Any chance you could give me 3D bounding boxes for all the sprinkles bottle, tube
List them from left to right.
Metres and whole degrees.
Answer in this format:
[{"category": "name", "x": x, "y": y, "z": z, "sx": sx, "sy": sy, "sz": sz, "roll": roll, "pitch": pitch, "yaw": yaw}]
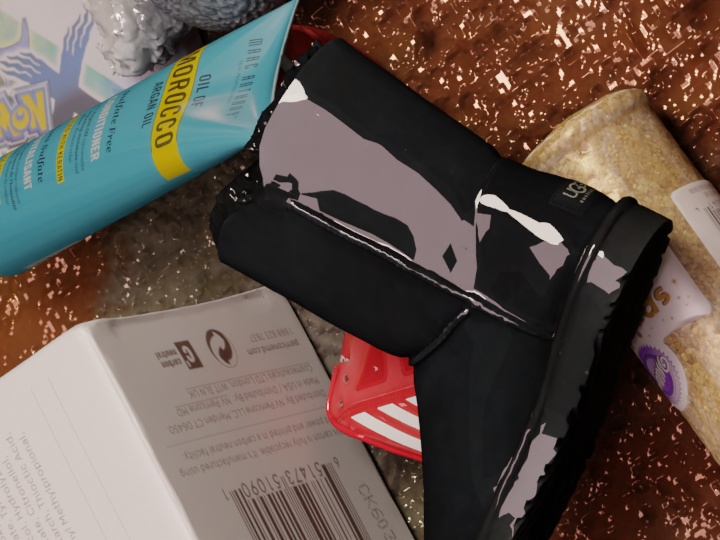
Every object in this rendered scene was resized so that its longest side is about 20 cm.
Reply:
[{"category": "tube", "x": -0.097, "y": -0.052, "z": 1.240, "sx": 0.200, "sy": 0.050, "sz": 0.078, "roll": -25, "pitch": 45, "yaw": 41}, {"category": "sprinkles bottle", "x": 0.143, "y": 0.024, "z": 1.153, "sx": 0.068, "sy": 0.068, "sz": 0.200, "roll": -41, "pitch": 75, "yaw": 26}]

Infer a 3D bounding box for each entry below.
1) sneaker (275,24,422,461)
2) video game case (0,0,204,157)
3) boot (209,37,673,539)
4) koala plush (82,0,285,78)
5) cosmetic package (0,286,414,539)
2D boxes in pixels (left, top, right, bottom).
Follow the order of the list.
[{"category": "sneaker", "x": 0.000, "y": 0.000, "z": 1.225, "sx": 0.116, "sy": 0.078, "sz": 0.200, "roll": -45, "pitch": 73, "yaw": 24}, {"category": "video game case", "x": -0.173, "y": -0.114, "z": 1.339, "sx": 0.199, "sy": 0.022, "sz": 0.183, "roll": -26, "pitch": 83, "yaw": 29}, {"category": "boot", "x": 0.017, "y": 0.024, "z": 1.148, "sx": 0.168, "sy": 0.076, "sz": 0.201, "roll": 28, "pitch": 119, "yaw": 17}, {"category": "koala plush", "x": -0.080, "y": -0.191, "z": 1.222, "sx": 0.177, "sy": 0.184, "sz": 0.201, "roll": -25, "pitch": 104, "yaw": 16}, {"category": "cosmetic package", "x": -0.108, "y": 0.131, "z": 1.248, "sx": 0.200, "sy": 0.165, "sz": 0.166, "roll": -33, "pitch": 79, "yaw": 26}]
